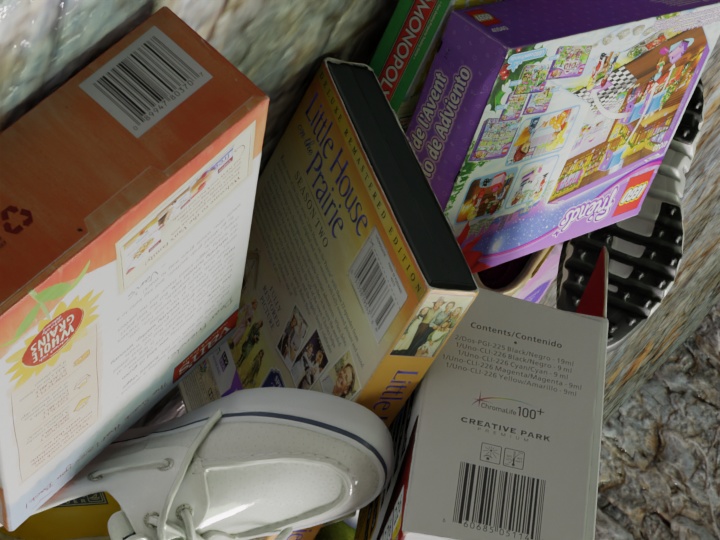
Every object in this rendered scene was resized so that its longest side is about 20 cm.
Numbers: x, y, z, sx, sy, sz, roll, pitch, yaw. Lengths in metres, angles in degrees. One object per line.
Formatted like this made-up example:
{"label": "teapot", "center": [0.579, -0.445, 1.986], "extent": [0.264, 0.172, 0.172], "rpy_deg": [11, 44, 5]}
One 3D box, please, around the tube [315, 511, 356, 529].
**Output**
{"label": "tube", "center": [-0.006, 0.033, 0.900], "extent": [0.058, 0.052, 0.201], "rpy_deg": [70, 28, -62]}

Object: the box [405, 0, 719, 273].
{"label": "box", "center": [0.096, -0.073, 0.905], "extent": [0.200, 0.039, 0.137], "rpy_deg": [-18, 137, -47]}

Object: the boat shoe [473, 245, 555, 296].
{"label": "boat shoe", "center": [0.107, -0.070, 1.035], "extent": [0.066, 0.074, 0.201], "rpy_deg": [-162, -88, -82]}

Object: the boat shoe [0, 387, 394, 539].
{"label": "boat shoe", "center": [-0.086, 0.106, 0.776], "extent": [0.086, 0.201, 0.075], "rpy_deg": [-78, 158, -53]}

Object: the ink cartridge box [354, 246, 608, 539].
{"label": "ink cartridge box", "center": [0.051, 0.102, 0.871], "extent": [0.200, 0.084, 0.176], "rpy_deg": [107, -5, -53]}

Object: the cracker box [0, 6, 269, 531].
{"label": "cracker box", "center": [-0.107, 0.007, 0.699], "extent": [0.134, 0.058, 0.200], "rpy_deg": [-42, 165, -24]}

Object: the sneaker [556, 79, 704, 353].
{"label": "sneaker", "center": [0.156, -0.029, 1.096], "extent": [0.091, 0.066, 0.201], "rpy_deg": [116, -7, -63]}

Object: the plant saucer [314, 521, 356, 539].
{"label": "plant saucer", "center": [-0.064, 0.217, 0.952], "extent": [0.200, 0.048, 0.200], "rpy_deg": [-49, 124, 2]}

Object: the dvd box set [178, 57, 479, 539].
{"label": "dvd box set", "center": [-0.025, 0.024, 0.845], "extent": [0.029, 0.147, 0.200], "rpy_deg": [5, 133, -32]}

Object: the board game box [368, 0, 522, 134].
{"label": "board game box", "center": [0.088, -0.131, 0.899], "extent": [0.200, 0.029, 0.135], "rpy_deg": [-16, 142, -47]}

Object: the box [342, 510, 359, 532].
{"label": "box", "center": [-0.013, 0.137, 0.999], "extent": [0.137, 0.200, 0.040], "rpy_deg": [-54, -150, 6]}

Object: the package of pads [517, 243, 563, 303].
{"label": "package of pads", "center": [0.075, 0.022, 1.295], "extent": [0.120, 0.076, 0.200], "rpy_deg": [-26, 155, -52]}
